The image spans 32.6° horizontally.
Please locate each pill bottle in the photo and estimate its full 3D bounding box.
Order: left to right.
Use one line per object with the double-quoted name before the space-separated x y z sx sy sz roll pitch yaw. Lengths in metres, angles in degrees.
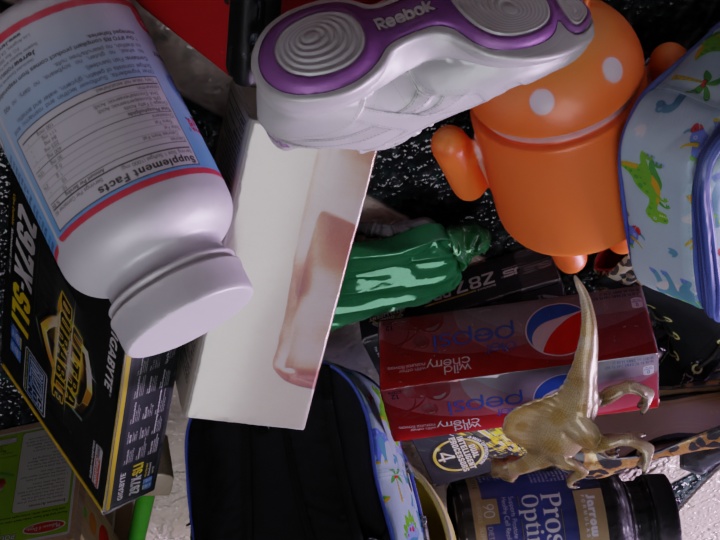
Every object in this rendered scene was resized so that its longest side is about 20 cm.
"pill bottle" -0.142 -0.057 0.719 0.108 0.202 0.109 -27 169 -6
"pill bottle" 0.181 0.235 1.107 0.197 0.113 0.113 -6 134 -1

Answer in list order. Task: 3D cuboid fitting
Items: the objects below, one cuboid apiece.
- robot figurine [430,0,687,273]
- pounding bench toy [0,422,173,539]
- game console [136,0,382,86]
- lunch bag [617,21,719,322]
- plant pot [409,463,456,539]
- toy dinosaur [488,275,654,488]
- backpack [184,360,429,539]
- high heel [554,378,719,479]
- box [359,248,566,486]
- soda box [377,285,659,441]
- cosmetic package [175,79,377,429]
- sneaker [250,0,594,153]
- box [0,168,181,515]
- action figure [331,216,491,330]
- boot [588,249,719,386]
"robot figurine" 0.129 -0.090 0.789 0.142 0.117 0.201 10 141 29
"pounding bench toy" -0.232 0.221 1.035 0.197 0.125 0.157 -12 134 5
"game console" -0.036 -0.215 0.676 0.118 0.172 0.202 -29 145 -35
"lunch bag" 0.251 -0.077 0.778 0.200 0.082 0.162 -41 137 -24
"plant pot" 0.004 0.258 1.076 0.198 0.202 0.142 -21 160 13
"toy dinosaur" 0.149 0.100 0.839 0.100 0.059 0.201 11 133 -10
"backpack" -0.043 0.174 0.956 0.181 0.203 0.147 -13 170 18
"high heel" 0.220 0.104 0.925 0.197 0.072 0.143 9 148 -18
"box" 0.103 0.082 0.996 0.159 0.049 0.201 -18 131 8
"soda box" 0.114 0.069 0.897 0.197 0.071 0.064 -8 135 7
"cosmetic package" -0.060 -0.010 0.807 0.086 0.104 0.202 9 111 -18
"sneaker" 0.032 -0.117 0.688 0.197 0.076 0.100 -13 157 -12
"box" -0.190 0.044 0.851 0.049 0.160 0.201 -19 144 -34
"action figure" 0.000 0.000 0.902 0.197 0.055 0.119 -12 132 11
"boot" 0.236 0.028 0.952 0.152 0.074 0.204 19 133 -14
